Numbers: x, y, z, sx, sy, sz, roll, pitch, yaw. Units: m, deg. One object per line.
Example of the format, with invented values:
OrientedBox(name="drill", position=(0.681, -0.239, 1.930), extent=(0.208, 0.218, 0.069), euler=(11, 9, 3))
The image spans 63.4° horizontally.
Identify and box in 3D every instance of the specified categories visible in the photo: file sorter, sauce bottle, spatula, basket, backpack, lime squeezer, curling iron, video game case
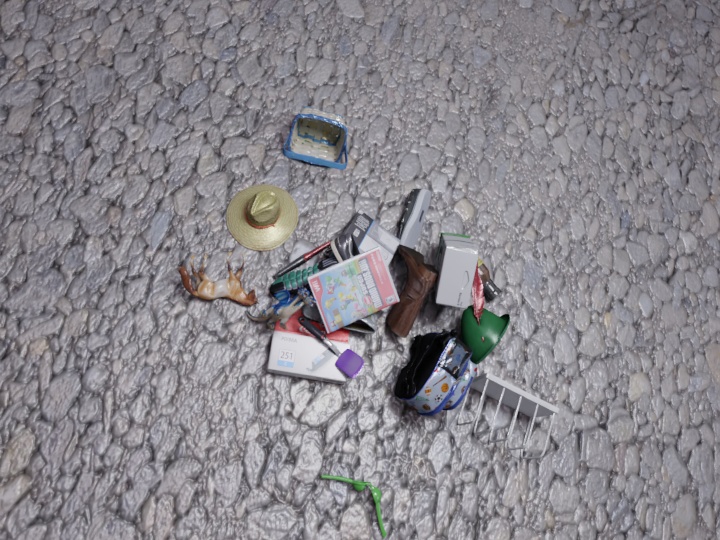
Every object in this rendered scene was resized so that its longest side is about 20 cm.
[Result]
OrientedBox(name="file sorter", position=(0.354, 0.360, 1.432), extent=(0.196, 0.139, 0.127), euler=(27, 69, -2))
OrientedBox(name="sauce bottle", position=(0.308, -0.006, 1.601), extent=(0.064, 0.065, 0.202), euler=(-33, 81, -22))
OrientedBox(name="spatula", position=(-0.075, 0.178, 1.415), extent=(0.199, 0.021, 0.057), euler=(41, 67, 6))
OrientedBox(name="basket", position=(-0.113, -0.348, 1.582), extent=(0.172, 0.141, 0.202), euler=(14, 36, -7))
OrientedBox(name="backpack", position=(0.177, 0.254, 1.414), extent=(0.154, 0.200, 0.192), euler=(42, 71, -5))
OrientedBox(name="lime squeezer", position=(0.003, 0.518, 1.351), extent=(0.199, 0.038, 0.071), euler=(42, 97, 4))
OrientedBox(name="curling iron", position=(-0.137, -0.026, 1.525), extent=(0.196, 0.026, 0.050), euler=(-25, 79, -20))
OrientedBox(name="video game case", position=(-0.016, 0.046, 1.417), extent=(0.196, 0.017, 0.146), euler=(-23, 97, -10))

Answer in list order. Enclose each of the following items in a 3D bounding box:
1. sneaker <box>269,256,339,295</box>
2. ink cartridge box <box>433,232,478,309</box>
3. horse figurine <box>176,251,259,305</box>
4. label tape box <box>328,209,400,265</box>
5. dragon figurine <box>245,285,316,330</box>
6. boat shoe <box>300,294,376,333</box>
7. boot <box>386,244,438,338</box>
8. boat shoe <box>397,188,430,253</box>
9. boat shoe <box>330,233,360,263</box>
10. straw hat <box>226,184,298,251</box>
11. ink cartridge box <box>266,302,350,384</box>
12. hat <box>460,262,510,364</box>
OrientedBox(name="sneaker", position=(-0.130, 0.042, 1.470), extent=(0.195, 0.075, 0.089), euler=(-20, 116, 8))
OrientedBox(name="ink cartridge box", position=(0.236, -0.005, 1.480), extent=(0.082, 0.200, 0.150), euler=(9, 103, 2))
OrientedBox(name="horse figurine", position=(-0.351, 0.025, 1.438), extent=(0.195, 0.050, 0.137), euler=(-3, 87, -23))
OrientedBox(name="label tape box", position=(0.000, -0.032, 1.526), extent=(0.143, 0.063, 0.203), euler=(35, 65, -11))
OrientedBox(name="dragon figurine", position=(-0.189, 0.090, 1.412), extent=(0.059, 0.197, 0.100), euler=(55, 51, -22))
OrientedBox(name="boat shoe", position=(-0.053, 0.111, 1.449), extent=(0.197, 0.075, 0.066), euler=(15, 35, -15))
OrientedBox(name="boot", position=(0.109, 0.054, 1.508), extent=(0.063, 0.204, 0.187), euler=(14, 21, -26))
OrientedBox(name="boat shoe", position=(0.138, -0.137, 1.618), extent=(0.055, 0.069, 0.204), euler=(12, 70, 30))
OrientedBox(name="boat shoe", position=(0.000, 0.000, 1.453), extent=(0.062, 0.073, 0.203), euler=(-29, 100, 14))
OrientedBox(name="straw hat", position=(-0.252, -0.161, 1.518), extent=(0.195, 0.085, 0.207), euler=(5, 69, -12))
OrientedBox(name="ink cartridge box", position=(-0.121, 0.174, 1.443), extent=(0.194, 0.045, 0.181), euler=(10, 68, -9))
OrientedBox(name="hat", position=(0.267, 0.112, 1.479), extent=(0.176, 0.166, 0.201), euler=(42, 58, -3))
